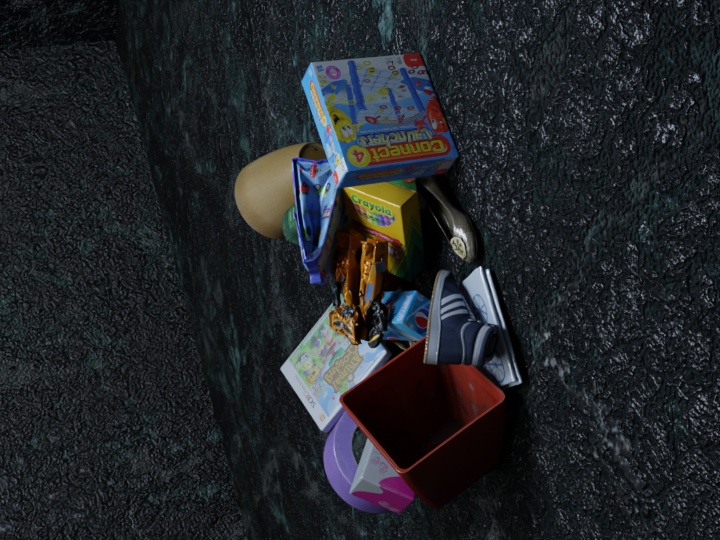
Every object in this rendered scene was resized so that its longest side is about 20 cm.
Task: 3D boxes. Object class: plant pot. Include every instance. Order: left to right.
[{"bbox_3d":[-0.139,-0.189,2.008,0.200,0.186,0.187,-31,71,50],"label":"plant pot"},{"bbox_3d":[0.116,0.258,1.516,0.200,0.199,0.177,43,161,48],"label":"plant pot"}]

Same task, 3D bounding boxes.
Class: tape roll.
[{"bbox_3d":[0.037,0.341,1.756,0.085,0.199,0.201,119,135,-59],"label":"tape roll"}]

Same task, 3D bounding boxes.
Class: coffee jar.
[{"bbox_3d":[-0.072,-0.126,1.886,0.200,0.104,0.086,-46,39,49],"label":"coffee jar"}]

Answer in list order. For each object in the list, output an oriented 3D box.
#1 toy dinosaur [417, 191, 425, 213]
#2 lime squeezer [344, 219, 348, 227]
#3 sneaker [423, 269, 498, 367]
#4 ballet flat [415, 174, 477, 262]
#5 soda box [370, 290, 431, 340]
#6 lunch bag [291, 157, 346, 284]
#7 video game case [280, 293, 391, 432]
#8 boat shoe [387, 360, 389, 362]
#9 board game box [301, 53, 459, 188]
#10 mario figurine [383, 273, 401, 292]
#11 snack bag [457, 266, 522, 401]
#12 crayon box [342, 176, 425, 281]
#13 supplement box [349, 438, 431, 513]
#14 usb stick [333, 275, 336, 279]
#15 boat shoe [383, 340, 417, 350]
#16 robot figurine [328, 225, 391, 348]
[{"bbox_3d":[0.048,-0.100,1.674,0.200,0.102,0.136,-43,76,40],"label":"toy dinosaur"},{"bbox_3d":[-0.028,-0.051,1.966,0.070,0.038,0.201,20,124,28],"label":"lime squeezer"},{"bbox_3d":[0.160,0.077,1.463,0.200,0.108,0.070,-76,-11,-51],"label":"sneaker"},{"bbox_3d":[0.132,-0.092,1.520,0.068,0.046,0.201,108,144,-52],"label":"ballet flat"},{"bbox_3d":[0.053,0.080,1.657,0.200,0.068,0.064,-3,58,58],"label":"soda box"},{"bbox_3d":[-0.069,-0.073,1.625,0.151,0.093,0.201,79,-168,-74],"label":"lunch bag"},{"bbox_3d":[-0.051,0.173,1.799,0.200,0.022,0.182,-51,48,12],"label":"video game case"},{"bbox_3d":[0.011,0.139,1.854,0.067,0.057,0.201,33,145,59],"label":"boat shoe"},{"bbox_3d":[0.031,-0.240,1.496,0.197,0.199,0.056,71,155,18],"label":"board game box"},{"bbox_3d":[0.000,0.000,1.796,0.200,0.123,0.106,50,124,58],"label":"mario figurine"},{"bbox_3d":[0.188,0.111,1.514,0.200,0.021,0.190,129,128,-66],"label":"snack bag"},{"bbox_3d":[0.039,-0.087,1.596,0.127,0.051,0.201,23,141,32],"label":"crayon box"},{"bbox_3d":[0.065,0.309,1.672,0.103,0.101,0.201,117,176,-57],"label":"supplement box"},{"bbox_3d":[-0.060,-0.012,1.960,0.056,0.033,0.200,57,171,-24],"label":"usb stick"},{"bbox_3d":[0.077,0.104,1.727,0.200,0.062,0.074,-160,62,-65],"label":"boat shoe"},{"bbox_3d":[-0.007,0.034,1.603,0.145,0.058,0.201,24,114,47],"label":"robot figurine"}]
